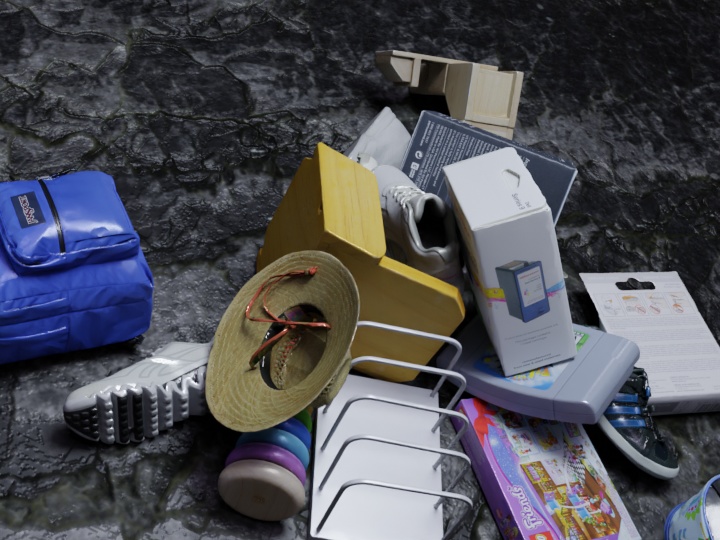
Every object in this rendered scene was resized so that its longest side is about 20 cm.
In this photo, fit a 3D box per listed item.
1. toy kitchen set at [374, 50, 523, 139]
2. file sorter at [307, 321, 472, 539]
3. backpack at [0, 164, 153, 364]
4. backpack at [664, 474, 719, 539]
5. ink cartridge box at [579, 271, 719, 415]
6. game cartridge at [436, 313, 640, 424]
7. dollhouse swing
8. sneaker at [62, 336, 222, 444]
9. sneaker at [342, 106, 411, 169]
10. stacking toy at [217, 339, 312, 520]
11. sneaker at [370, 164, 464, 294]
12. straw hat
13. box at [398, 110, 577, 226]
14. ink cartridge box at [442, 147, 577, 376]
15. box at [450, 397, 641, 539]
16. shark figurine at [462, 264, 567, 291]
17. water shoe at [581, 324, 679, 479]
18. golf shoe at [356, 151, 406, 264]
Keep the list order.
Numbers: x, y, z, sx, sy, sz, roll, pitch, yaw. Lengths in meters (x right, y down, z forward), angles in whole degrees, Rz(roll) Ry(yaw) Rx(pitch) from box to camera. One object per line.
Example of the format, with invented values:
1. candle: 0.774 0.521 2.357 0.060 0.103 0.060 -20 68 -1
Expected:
1. toy kitchen set: 0.099 -0.212 1.383 0.163 0.181 0.200 5 9 -21
2. file sorter: 0.033 0.168 0.989 0.139 0.125 0.200 12 47 -12
3. backpack: -0.329 -0.010 0.978 0.200 0.168 0.163 -14 50 -26
4. backpack: 0.408 0.313 0.990 0.183 0.147 0.200 -2 55 -22
5. ink cartridge box: 0.376 0.091 1.246 0.161 0.050 0.200 0 47 -21
6. game cartridge: 0.193 0.103 1.088 0.200 0.040 0.133 15 45 35
7. dollhouse swing: 0.000 0.000 1.073 0.176 0.200 0.182 12 47 -20
8. sneaker: -0.206 0.117 0.986 0.200 0.075 0.081 -10 42 -32
9. sneaker: 0.020 -0.138 1.295 0.088 0.075 0.200 44 49 -9
10. stacking toy: -0.080 0.149 0.991 0.085 0.085 0.200 18 45 -5
11. sneaker: 0.066 -0.063 1.089 0.078 0.099 0.200 -17 52 -19
12. straw hat: -0.054 0.083 0.948 0.085 0.201 0.201 43 33 -39
13. box: 0.159 -0.118 1.223 0.200 0.107 0.148 22 11 7
14. ink cartridge box: 0.161 -0.011 1.054 0.087 0.200 0.145 -16 34 0
15. box: 0.199 0.224 1.061 0.137 0.039 0.200 -4 52 -25
16. shark figurine: 0.163 0.027 1.200 0.214 0.090 0.128 -2 17 -32
17. water shoe: 0.306 0.150 1.119 0.200 0.079 0.071 48 19 12
18. golf shoe: 0.029 -0.049 1.183 0.097 0.078 0.200 0 72 -5
